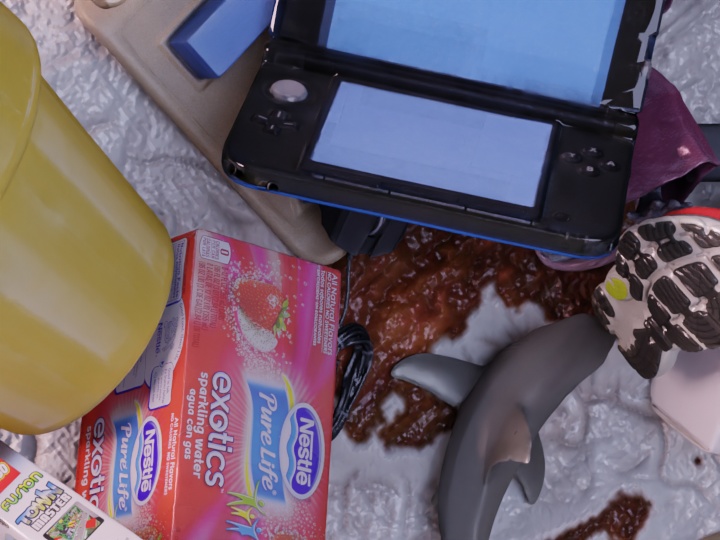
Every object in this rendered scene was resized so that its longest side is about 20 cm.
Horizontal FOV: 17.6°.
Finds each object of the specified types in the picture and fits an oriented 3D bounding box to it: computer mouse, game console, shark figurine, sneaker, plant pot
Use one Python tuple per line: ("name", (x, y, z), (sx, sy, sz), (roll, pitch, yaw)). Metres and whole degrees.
("computer mouse", (0.000, 0.000, 1.245), (0.058, 0.034, 0.201), (1, 105, -40))
("game console", (0.047, -0.111, 1.158), (0.199, 0.171, 0.119), (12, 123, 5))
("shark figurine", (0.080, 0.122, 1.275), (0.127, 0.089, 0.216), (11, 84, -21))
("sneaker", (0.180, -0.005, 1.231), (0.085, 0.200, 0.077), (-37, 88, -15))
("plant pot", (-0.198, -0.023, 1.111), (0.189, 0.200, 0.202), (38, 76, -35))

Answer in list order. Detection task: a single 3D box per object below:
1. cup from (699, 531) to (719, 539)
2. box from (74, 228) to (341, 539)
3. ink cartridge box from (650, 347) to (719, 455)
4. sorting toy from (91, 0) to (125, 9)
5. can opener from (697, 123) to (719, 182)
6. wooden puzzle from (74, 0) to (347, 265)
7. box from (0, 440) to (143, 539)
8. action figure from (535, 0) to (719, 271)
("cup", (0.258, 0.252, 1.318), (0.199, 0.143, 0.202), (0, 89, -23))
("box", (-0.078, 0.093, 1.167), (0.095, 0.099, 0.201), (16, 68, -34))
("ink cartridge box", (0.288, 0.049, 1.343), (0.199, 0.084, 0.146), (16, 102, -22))
("sorting toy", (-0.133, -0.270, 1.194), (0.200, 0.070, 0.199), (-46, 106, -17))
("can opener", (0.254, -0.052, 1.365), (0.199, 0.053, 0.067), (-2, 90, -22))
("wooden puzzle", (-0.025, -0.133, 1.252), (0.200, 0.046, 0.185), (46, 74, -16))
("box", (-0.144, 0.177, 1.105), (0.110, 0.201, 0.035), (33, 52, 16))
("action figure", (0.132, -0.115, 1.274), (0.133, 0.149, 0.201), (-13, 76, 6))
